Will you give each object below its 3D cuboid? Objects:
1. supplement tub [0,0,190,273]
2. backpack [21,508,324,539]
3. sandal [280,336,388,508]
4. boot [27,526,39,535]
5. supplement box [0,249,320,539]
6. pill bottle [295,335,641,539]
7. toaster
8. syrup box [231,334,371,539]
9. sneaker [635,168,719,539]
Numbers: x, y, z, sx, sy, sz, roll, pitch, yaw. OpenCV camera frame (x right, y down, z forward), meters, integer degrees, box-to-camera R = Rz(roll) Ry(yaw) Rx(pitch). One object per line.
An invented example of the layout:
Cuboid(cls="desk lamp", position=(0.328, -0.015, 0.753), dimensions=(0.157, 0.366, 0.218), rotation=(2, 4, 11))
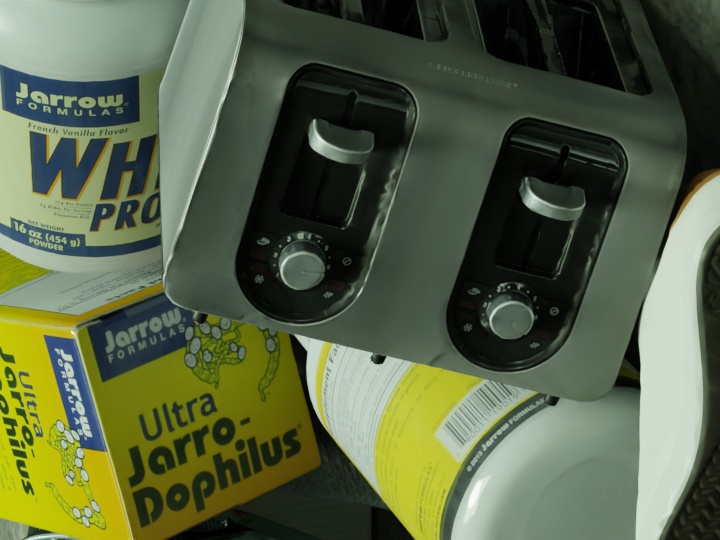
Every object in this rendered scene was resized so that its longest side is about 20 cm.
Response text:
Cuboid(cls="supplement tub", position=(-0.116, -0.110, 1.245), dimensions=(0.201, 0.144, 0.146), rotation=(94, 158, -54))
Cuboid(cls="backpack", position=(-0.061, 0.205, 1.365), dimensions=(0.199, 0.150, 0.179), rotation=(12, 109, 45))
Cuboid(cls="sandal", position=(0.001, 0.073, 1.356), dimensions=(0.199, 0.043, 0.077), rotation=(20, 123, 39))
Cuboid(cls="boot", position=(-0.184, 0.229, 1.890), dimensions=(0.138, 0.077, 0.201), rotation=(121, 151, -62))
Cuboid(cls="supplement box", position=(-0.127, 0.051, 1.356), dimensions=(0.199, 0.108, 0.110), rotation=(6, 115, 55))
Cuboid(cls="pill bottle", position=(0.046, 0.051, 1.195), dimensions=(0.200, 0.111, 0.113), rotation=(48, 139, 49))
Cuboid(cls="toaster", position=(0.019, -0.056, 1.116), dimensions=(0.200, 0.180, 0.119), rotation=(-98, 25, -61))
Cuboid(cls="syrup box", position=(-0.044, 0.112, 1.488), dimensions=(0.079, 0.081, 0.202), rotation=(-146, 55, -63))
Cuboid(cls="sneaker", position=(0.137, 0.059, 1.067), dimensions=(0.085, 0.072, 0.201), rotation=(-107, 21, -70))
